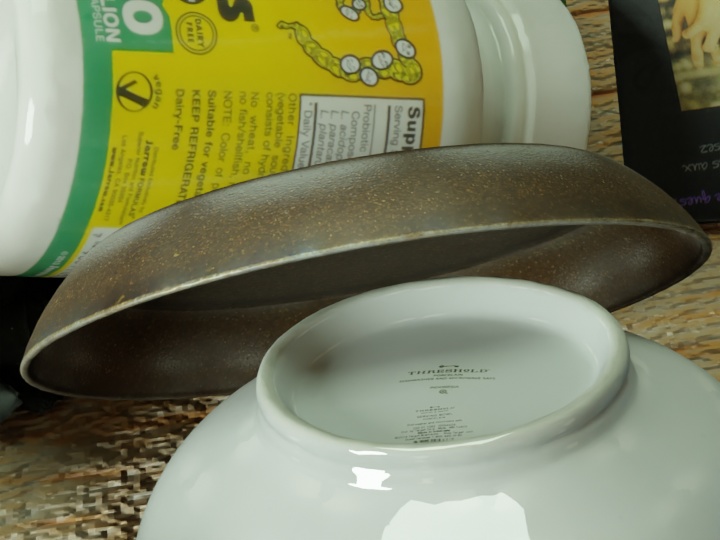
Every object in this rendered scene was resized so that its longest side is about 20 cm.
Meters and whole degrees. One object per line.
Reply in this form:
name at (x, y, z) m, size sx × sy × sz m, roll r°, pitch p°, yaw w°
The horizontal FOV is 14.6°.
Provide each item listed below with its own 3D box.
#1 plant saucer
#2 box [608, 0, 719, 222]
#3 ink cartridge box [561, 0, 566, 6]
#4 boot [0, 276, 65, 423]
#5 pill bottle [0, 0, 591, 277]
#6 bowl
plant saucer at (0.000, 0.000, 0.801) m, size 0.199 × 0.032 × 0.200 m, roll -9°, pitch -11°, yaw -2°
box at (0.139, -0.130, 0.965) m, size 0.105 × 0.201 × 0.122 m, roll -2°, pitch 26°, yaw 12°
ink cartridge box at (0.026, -0.085, 1.068) m, size 0.103 × 0.060 × 0.200 m, roll -5°, pitch 26°, yaw 6°
boot at (-0.170, -0.013, 0.959) m, size 0.161 × 0.074 × 0.199 m, roll -8°, pitch 32°, yaw 5°
pill bottle at (-0.032, -0.054, 0.883) m, size 0.199 × 0.113 × 0.113 m, roll 1°, pitch 19°, yaw -28°
bowl at (0.025, 0.062, 0.727) m, size 0.200 × 0.091 × 0.201 m, roll -7°, pitch 25°, yaw 3°
